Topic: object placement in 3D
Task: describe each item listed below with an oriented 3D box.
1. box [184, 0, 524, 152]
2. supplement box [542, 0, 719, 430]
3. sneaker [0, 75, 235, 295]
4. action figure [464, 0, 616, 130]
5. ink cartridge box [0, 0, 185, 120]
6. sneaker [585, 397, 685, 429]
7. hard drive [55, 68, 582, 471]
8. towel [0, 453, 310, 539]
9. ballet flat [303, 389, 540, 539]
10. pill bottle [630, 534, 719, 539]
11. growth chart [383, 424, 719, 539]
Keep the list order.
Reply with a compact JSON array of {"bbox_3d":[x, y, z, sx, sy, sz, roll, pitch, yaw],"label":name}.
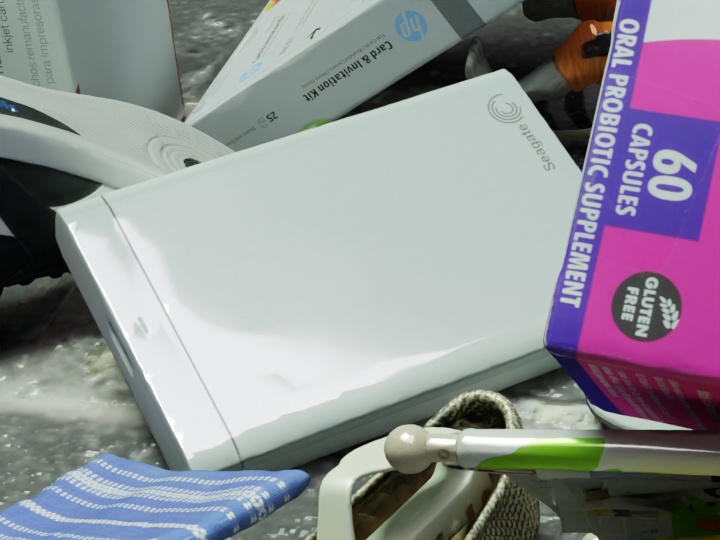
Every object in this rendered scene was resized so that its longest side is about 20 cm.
[{"bbox_3d":[0.022,-0.133,0.959,0.199,0.041,0.156,-29,19,29],"label":"box"},{"bbox_3d":[0.158,-0.001,0.530,0.199,0.102,0.103,10,-9,16],"label":"supplement box"},{"bbox_3d":[-0.131,-0.014,0.859,0.199,0.112,0.073,17,24,-32],"label":"sneaker"},{"bbox_3d":[0.159,-0.103,0.948,0.192,0.105,0.200,9,21,12],"label":"action figure"},{"bbox_3d":[-0.201,-0.106,0.952,0.199,0.146,0.145,0,31,13],"label":"ink cartridge box"},{"bbox_3d":[0.165,0.014,0.697,0.200,0.116,0.076,13,29,30],"label":"sneaker"},{"bbox_3d":[0.000,0.000,0.803,0.199,0.027,0.132,-19,57,-21],"label":"hard drive"},{"bbox_3d":[-0.131,0.099,0.646,0.199,0.024,0.145,-23,8,-30],"label":"towel"},{"bbox_3d":[-0.008,0.098,0.634,0.068,0.076,0.200,17,38,29],"label":"ballet flat"},{"bbox_3d":[0.142,0.120,0.530,0.199,0.113,0.113,-4,30,4],"label":"pill bottle"},{"bbox_3d":[0.107,0.068,0.599,0.144,0.200,0.018,-1,74,21],"label":"growth chart"}]
